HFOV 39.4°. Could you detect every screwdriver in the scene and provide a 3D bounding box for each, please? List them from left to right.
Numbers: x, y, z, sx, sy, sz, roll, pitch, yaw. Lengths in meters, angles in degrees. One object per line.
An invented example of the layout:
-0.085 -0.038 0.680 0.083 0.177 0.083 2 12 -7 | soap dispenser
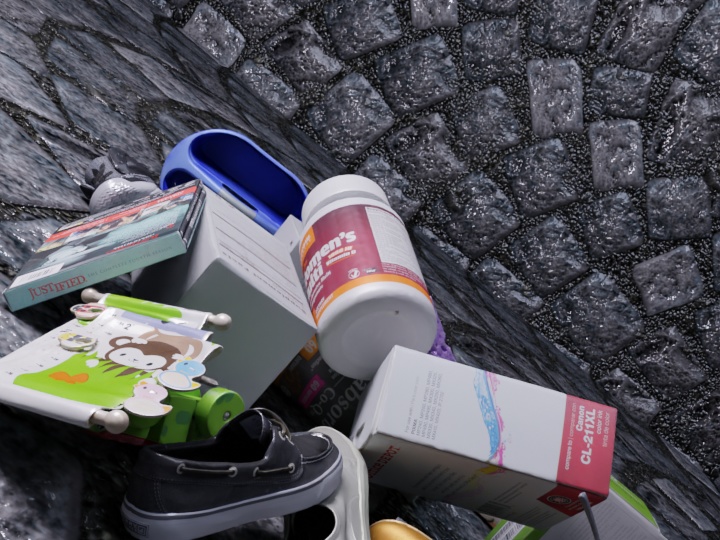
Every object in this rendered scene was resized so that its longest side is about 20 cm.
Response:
-0.163 0.063 0.722 0.200 0.029 0.028 19 -2 45 | screwdriver

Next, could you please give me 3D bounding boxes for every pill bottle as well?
0.000 0.000 0.954 0.110 0.110 0.200 33 24 -32 | pill bottle
0.010 0.128 1.007 0.200 0.116 0.116 42 11 13 | pill bottle

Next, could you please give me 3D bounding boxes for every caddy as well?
-0.155 -0.090 1.264 0.200 0.141 0.105 37 6 -13 | caddy

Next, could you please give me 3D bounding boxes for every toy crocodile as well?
-0.148 0.105 0.724 0.067 0.062 0.200 8 -10 38 | toy crocodile

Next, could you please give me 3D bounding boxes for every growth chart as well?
-0.166 0.055 0.666 0.145 0.018 0.200 8 17 13 | growth chart

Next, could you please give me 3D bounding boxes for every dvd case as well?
-0.208 -0.027 0.854 0.200 0.146 0.022 -105 176 -74 | dvd case

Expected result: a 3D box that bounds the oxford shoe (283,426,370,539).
-0.034 0.177 0.774 0.058 0.075 0.200 39 15 -21 | oxford shoe

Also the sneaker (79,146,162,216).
-0.254 -0.078 1.049 0.114 0.076 0.200 40 1 12 | sneaker

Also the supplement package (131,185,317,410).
-0.133 0.023 0.937 0.117 0.117 0.200 38 11 -24 | supplement package

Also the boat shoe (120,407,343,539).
-0.079 0.129 0.695 0.070 0.066 0.200 18 13 39 | boat shoe

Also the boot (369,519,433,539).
0.044 0.261 0.703 0.201 0.071 0.144 50 13 24 | boot

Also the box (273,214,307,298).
-0.034 0.052 1.138 0.200 0.124 0.097 37 9 -20 | box

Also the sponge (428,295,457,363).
0.060 0.117 1.068 0.111 0.030 0.200 -1 -60 46 | sponge

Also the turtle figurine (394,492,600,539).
0.148 0.253 0.865 0.200 0.144 0.194 58 4 8 | turtle figurine

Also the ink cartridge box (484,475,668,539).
0.250 0.304 1.032 0.200 0.148 0.076 40 9 -7 | ink cartridge box

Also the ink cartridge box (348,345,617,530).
0.098 0.149 0.871 0.200 0.083 0.146 17 -26 -5 | ink cartridge box

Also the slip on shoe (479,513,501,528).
0.190 0.282 1.142 0.200 0.061 0.076 44 11 20 | slip on shoe
